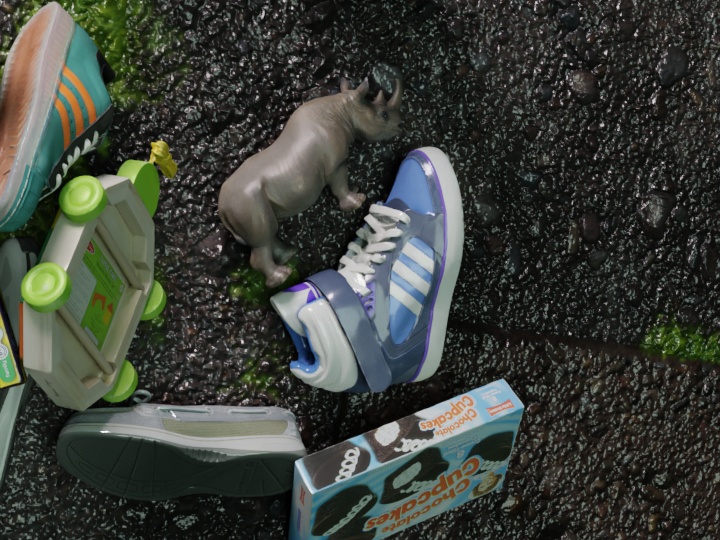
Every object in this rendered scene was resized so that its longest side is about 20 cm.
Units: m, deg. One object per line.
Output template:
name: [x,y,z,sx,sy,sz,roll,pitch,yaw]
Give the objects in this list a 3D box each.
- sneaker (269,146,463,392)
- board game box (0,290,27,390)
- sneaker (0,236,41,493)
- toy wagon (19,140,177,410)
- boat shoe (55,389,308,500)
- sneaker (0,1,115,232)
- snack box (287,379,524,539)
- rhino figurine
sneaker: [0.000,0.000,1.046,0.145,0.080,0.203,-1,102,-29]
board game box: [-0.329,0.003,0.863,0.163,0.057,0.203,-18,89,-12]
sneaker: [-0.294,0.067,0.918,0.114,0.075,0.203,13,93,-28]
toy wagon: [-0.183,-0.004,0.935,0.039,0.156,0.202,8,62,15]
boat shoe: [-0.138,0.132,1.012,0.199,0.065,0.075,5,132,-22]
sneaker: [-0.209,-0.097,0.895,0.080,0.071,0.202,39,39,-34]
snack box: [0.037,0.170,1.076,0.198,0.037,0.117,-19,142,-22]
rhino figurine: [-0.033,-0.086,1.033,0.200,0.060,0.088,-46,111,-16]
